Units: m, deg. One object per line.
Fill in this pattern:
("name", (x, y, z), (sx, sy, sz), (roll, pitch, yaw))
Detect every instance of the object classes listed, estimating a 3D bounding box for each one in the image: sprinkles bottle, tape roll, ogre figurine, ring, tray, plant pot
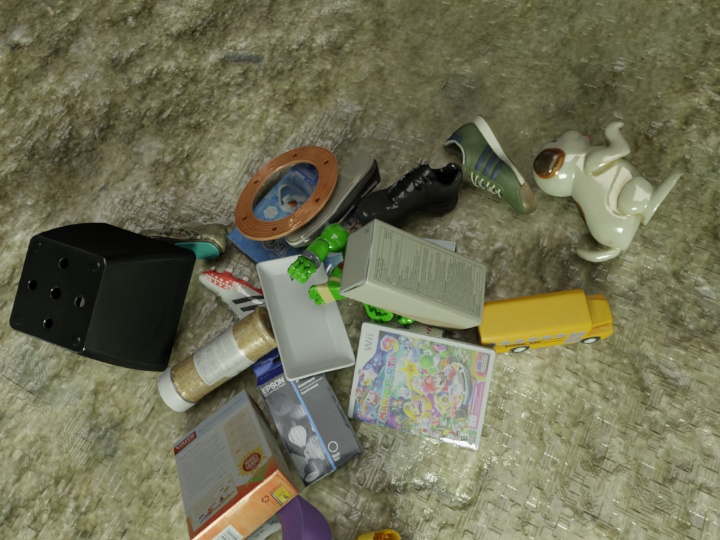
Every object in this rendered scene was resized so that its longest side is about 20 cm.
("sprinkles bottle", (-0.211, 0.134, 0.892), (0.198, 0.068, 0.069), (-34, 65, 11))
("tape roll", (-0.130, 0.378, 0.747), (0.198, 0.066, 0.202), (-30, 34, 22))
("ogre figurine", (0.000, 0.000, 0.887), (0.195, 0.099, 0.122), (11, 54, 6))
("ring", (-0.121, -0.127, 0.976), (0.196, 0.019, 0.204), (-17, 47, 19))
("tray", (-0.085, 0.066, 0.890), (0.105, 0.022, 0.203), (-10, 59, -17))
("plant pot", (-0.400, 0.035, 0.898), (0.196, 0.177, 0.204), (16, 90, 15))

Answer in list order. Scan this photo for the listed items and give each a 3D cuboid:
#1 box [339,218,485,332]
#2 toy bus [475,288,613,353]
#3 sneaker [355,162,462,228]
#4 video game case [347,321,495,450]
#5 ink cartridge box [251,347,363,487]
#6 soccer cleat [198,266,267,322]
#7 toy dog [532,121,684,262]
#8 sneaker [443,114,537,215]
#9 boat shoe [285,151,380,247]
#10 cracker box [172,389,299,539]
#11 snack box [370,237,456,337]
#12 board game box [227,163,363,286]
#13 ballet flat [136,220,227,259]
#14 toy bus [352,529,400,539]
("box", (0.076, 0.012, 0.830), (0.197, 0.077, 0.097), (21, 66, -25))
("toy bus", (0.268, 0.074, 0.870), (0.195, 0.079, 0.067), (-8, 66, 5))
("sneaker", (0.080, -0.127, 0.951), (0.197, 0.091, 0.077), (-23, 64, -23))
("video game case", (0.086, 0.165, 0.859), (0.195, 0.018, 0.147), (11, 95, 13))
("ink cartridge box", (-0.083, 0.200, 0.870), (0.098, 0.039, 0.202), (-29, 76, -4))
("soccer cleat", (-0.184, 0.060, 0.949), (0.196, 0.069, 0.087), (22, 76, 12))
("toy dog", (0.366, -0.135, 0.930), (0.199, 0.139, 0.196), (39, 114, 20))
("sneaker", (0.208, -0.162, 0.991), (0.089, 0.067, 0.203), (-27, 65, 4))
("boat shoe", (-0.037, -0.103, 0.957), (0.201, 0.057, 0.066), (-49, 46, -11))
("cracker box", (-0.176, 0.269, 0.807), (0.133, 0.058, 0.200), (-37, 30, -7))
("snack box", (0.082, 0.046, 0.931), (0.113, 0.037, 0.204), (7, 68, 13))
("board game box", (-0.089, -0.066, 1.000), (0.199, 0.044, 0.200), (37, 77, 20))
("ballet flat", (-0.319, -0.051, 1.021), (0.195, 0.069, 0.076), (-4, 46, 10))
("toy bus", (-0.022, 0.445, 0.739), (0.188, 0.136, 0.204), (-16, 62, 18))
